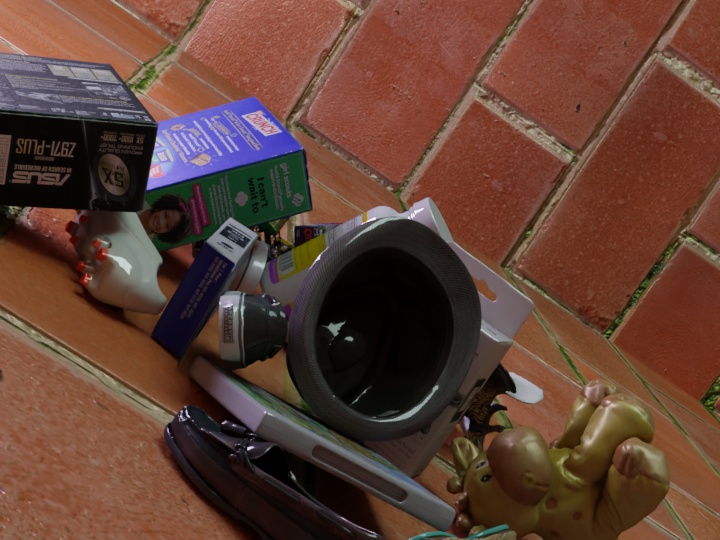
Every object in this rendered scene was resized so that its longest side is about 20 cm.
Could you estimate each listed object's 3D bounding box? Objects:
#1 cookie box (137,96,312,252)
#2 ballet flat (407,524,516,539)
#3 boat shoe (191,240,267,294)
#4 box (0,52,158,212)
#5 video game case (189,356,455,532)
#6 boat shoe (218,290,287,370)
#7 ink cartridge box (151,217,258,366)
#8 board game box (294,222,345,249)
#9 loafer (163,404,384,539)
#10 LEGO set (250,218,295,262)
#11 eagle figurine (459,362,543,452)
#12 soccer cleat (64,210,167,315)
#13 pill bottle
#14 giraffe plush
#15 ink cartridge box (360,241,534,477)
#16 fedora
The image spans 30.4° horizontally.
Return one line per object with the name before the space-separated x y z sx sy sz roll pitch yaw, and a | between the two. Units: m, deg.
cookie box | -0.171 -0.100 1.392 0.197 0.076 0.171 -17 30 -16
ballet flat | 0.079 0.237 1.027 0.199 0.070 0.066 12 51 -61
boat shoe | -0.151 -0.024 1.447 0.065 0.073 0.200 23 14 -21
box | -0.301 -0.127 1.178 0.197 0.087 0.164 2 27 -30
video game case | -0.036 0.136 1.067 0.181 0.022 0.200 31 -4 -23
boat shoe | -0.090 0.051 1.131 0.056 0.070 0.200 -1 -1 -3
ink cartridge box | -0.140 0.014 1.200 0.039 0.100 0.200 31 8 -4
board game box | -0.041 0.005 1.563 0.032 0.122 0.200 4 4 11
loafer | -0.057 0.151 0.920 0.200 0.063 0.072 41 12 31
LEGO set | -0.114 -0.093 1.586 0.153 0.116 0.201 30 -20 20
eagle figurine | 0.105 0.108 1.462 0.150 0.202 0.151 4 36 30
soccer cleat | -0.221 -0.021 1.210 0.077 0.069 0.201 32 17 -28
pill bottle | 0.000 0.000 1.399 0.105 0.198 0.105 59 13 -23
giraffe plush | 0.167 0.198 1.227 0.160 0.203 0.173 12 11 -17
ink cartridge box | 0.062 0.081 1.266 0.115 0.201 0.067 36 10 17
fedora | 0.007 0.058 1.182 0.177 0.201 0.090 42 -28 -17
